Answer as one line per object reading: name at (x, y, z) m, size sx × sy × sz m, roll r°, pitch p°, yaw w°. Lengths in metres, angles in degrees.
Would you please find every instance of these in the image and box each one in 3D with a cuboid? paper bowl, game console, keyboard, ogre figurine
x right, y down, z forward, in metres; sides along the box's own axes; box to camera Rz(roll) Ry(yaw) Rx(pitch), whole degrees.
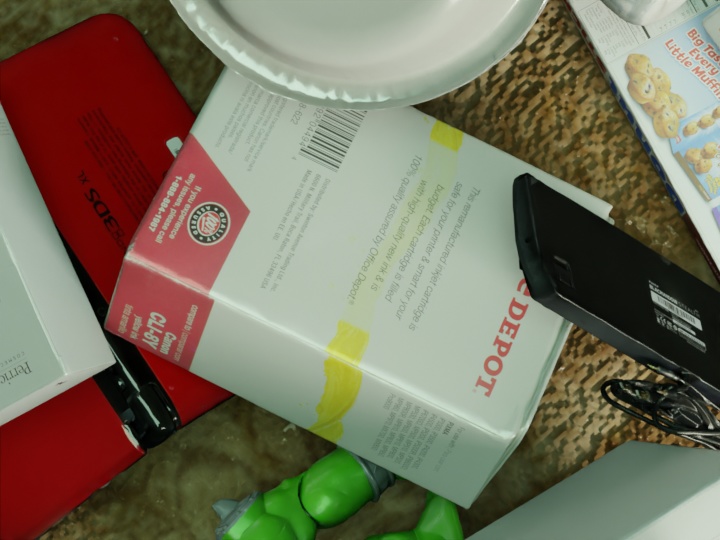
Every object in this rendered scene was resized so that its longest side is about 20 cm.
paper bowl at (-0.002, -0.170, 1.163) m, size 0.199 × 0.104 × 0.202 m, roll 3°, pitch 111°, yaw 9°
game console at (-0.148, 0.003, 1.313) m, size 0.172 × 0.119 × 0.201 m, roll -31°, pitch 84°, yaw -33°
keyboard at (0.137, 0.038, 1.229) m, size 0.199 × 0.105 × 0.040 m, roll 29°, pitch 127°, yaw -32°
ogre figurine at (-0.005, 0.170, 1.255) m, size 0.119 × 0.098 × 0.202 m, roll -5°, pitch 96°, yaw -11°

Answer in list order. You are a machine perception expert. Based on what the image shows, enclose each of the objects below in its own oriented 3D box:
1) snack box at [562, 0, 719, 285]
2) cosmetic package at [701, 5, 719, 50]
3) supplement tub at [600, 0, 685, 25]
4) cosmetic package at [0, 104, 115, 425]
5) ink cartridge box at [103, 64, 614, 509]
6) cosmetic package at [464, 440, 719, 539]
snack box at (0.168, -0.087, 1.308) m, size 0.072 × 0.024 × 0.201 m, roll -28°, pitch 84°, yaw -3°
cosmetic package at (0.265, -0.132, 1.225) m, size 0.071 × 0.200 × 0.102 m, roll -26°, pitch 80°, yaw -43°
supplement tub at (0.103, -0.223, 1.253) m, size 0.200 × 0.123 × 0.123 m, roll 43°, pitch 87°, yaw 7°
cosmetic package at (-0.232, 0.020, 1.259) m, size 0.199 × 0.052 × 0.152 m, roll -27°, pitch 82°, yaw 26°
ink cartridge box at (0.000, 0.000, 1.245) m, size 0.199 × 0.084 × 0.146 m, roll 26°, pitch 58°, yaw 1°
cosmetic package at (0.112, 0.211, 1.182) m, size 0.199 × 0.123 × 0.201 m, roll -29°, pitch 100°, yaw -21°
